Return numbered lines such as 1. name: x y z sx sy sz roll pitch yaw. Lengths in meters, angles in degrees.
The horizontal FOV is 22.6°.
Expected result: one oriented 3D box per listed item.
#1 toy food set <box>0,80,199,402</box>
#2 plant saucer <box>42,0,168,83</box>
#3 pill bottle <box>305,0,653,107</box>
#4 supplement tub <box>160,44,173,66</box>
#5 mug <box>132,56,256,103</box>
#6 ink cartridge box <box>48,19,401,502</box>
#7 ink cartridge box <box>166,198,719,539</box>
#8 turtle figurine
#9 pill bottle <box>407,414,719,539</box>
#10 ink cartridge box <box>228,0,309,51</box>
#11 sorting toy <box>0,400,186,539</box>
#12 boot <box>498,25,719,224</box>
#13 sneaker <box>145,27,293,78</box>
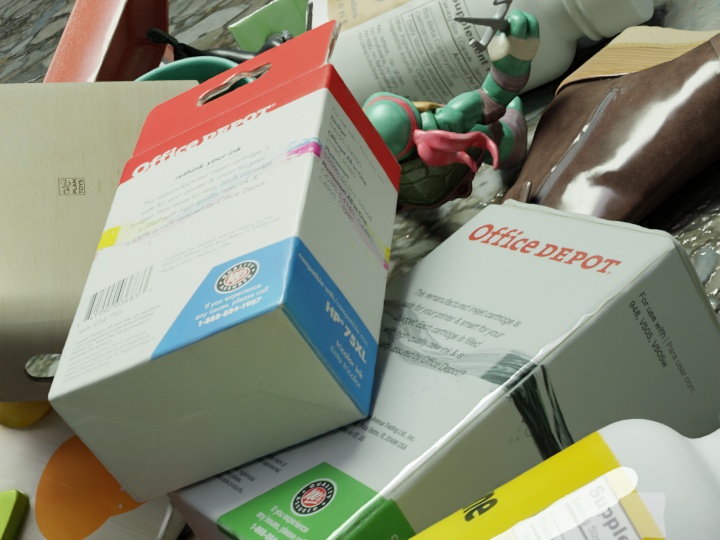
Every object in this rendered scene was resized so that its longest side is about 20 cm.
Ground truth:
1. toy food set: -0.145 -0.020 0.895 0.142 0.061 0.201 -2 46 -11
2. plant saucer: -0.172 -0.108 1.152 0.200 0.036 0.202 107 -178 -72
3. pill bottle: 0.075 -0.162 1.127 0.198 0.115 0.115 -20 24 24
4. supplement tub: -0.195 -0.072 1.295 0.106 0.107 0.200 -1 37 50
5. mug: -0.098 -0.025 1.020 0.184 0.114 0.153 -3 58 38
6. ink cartridge box: -0.050 -0.010 0.767 0.115 0.067 0.201 -22 34 24
7. ink cartridge box: 0.037 0.068 0.731 0.200 0.083 0.146 -39 23 -16
8. turtle figurine: 0.027 -0.081 0.963 0.148 0.102 0.200 -2 -8 14
9. pill bottle: 0.067 0.118 0.550 0.199 0.113 0.113 -30 22 2
10. ink cartridge box: 0.019 -0.181 1.252 0.199 0.104 0.059 -28 22 9
11. sorting toy: -0.205 0.148 0.890 0.199 0.107 0.181 -2 55 51
12. boot: 0.155 -0.053 0.890 0.199 0.072 0.167 7 55 55
13. sneaker: -0.116 -0.092 1.184 0.199 0.141 0.078 -27 22 8
